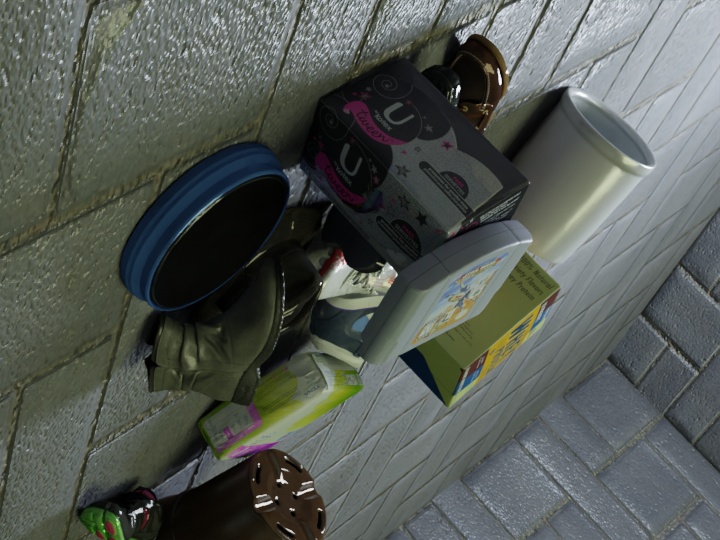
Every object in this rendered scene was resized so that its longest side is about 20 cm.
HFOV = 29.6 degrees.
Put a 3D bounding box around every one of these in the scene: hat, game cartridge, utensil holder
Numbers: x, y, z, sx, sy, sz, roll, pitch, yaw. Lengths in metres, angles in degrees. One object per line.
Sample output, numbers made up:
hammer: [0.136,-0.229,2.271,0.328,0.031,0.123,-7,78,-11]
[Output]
hat: [-0.098,0.024,1.558,0.200,0.081,0.201,-40,161,-16]
game cartridge: [0.091,0.016,1.378,0.199,0.042,0.134,-24,157,-44]
utensil holder: [0.301,-0.136,1.978,0.200,0.170,0.169,-49,162,25]

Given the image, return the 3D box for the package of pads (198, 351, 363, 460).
package of pads: [-0.109,0.183,1.858,0.199,0.069,0.154,-34,166,14]

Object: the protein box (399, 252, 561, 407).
protein box: [0.139,0.043,1.949,0.199,0.199,0.135,-37,162,-24]

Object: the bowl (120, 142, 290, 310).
bowl: [-0.151,-0.039,1.363,0.200,0.039,0.201,-40,162,-16]

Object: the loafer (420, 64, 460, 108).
loafer: [0.070,-0.169,1.538,0.070,0.068,0.201,-43,169,-32]

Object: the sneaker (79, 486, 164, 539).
sneaker: [-0.309,0.320,1.792,0.085,0.076,0.200,-59,168,-10]

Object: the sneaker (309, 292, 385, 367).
sneaker: [0.029,0.065,1.805,0.197,0.081,0.148,-1,138,-17]

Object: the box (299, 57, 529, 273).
box: [0.052,-0.100,1.417,0.131,0.200,0.115,-31,157,-33]

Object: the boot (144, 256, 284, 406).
boot: [-0.160,0.066,1.471,0.129,0.068,0.202,10,124,-18]

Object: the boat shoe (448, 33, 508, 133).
boat shoe: [0.123,-0.196,1.579,0.070,0.070,0.201,-43,163,-16]

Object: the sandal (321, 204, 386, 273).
sandal: [0.006,-0.043,1.531,0.077,0.042,0.200,-66,-161,6]

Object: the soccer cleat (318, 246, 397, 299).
soccer cleat: [0.000,0.000,1.675,0.069,0.085,0.200,-54,172,26]

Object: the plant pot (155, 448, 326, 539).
plant pot: [-0.166,0.360,1.902,0.198,0.202,0.199,-37,168,27]
